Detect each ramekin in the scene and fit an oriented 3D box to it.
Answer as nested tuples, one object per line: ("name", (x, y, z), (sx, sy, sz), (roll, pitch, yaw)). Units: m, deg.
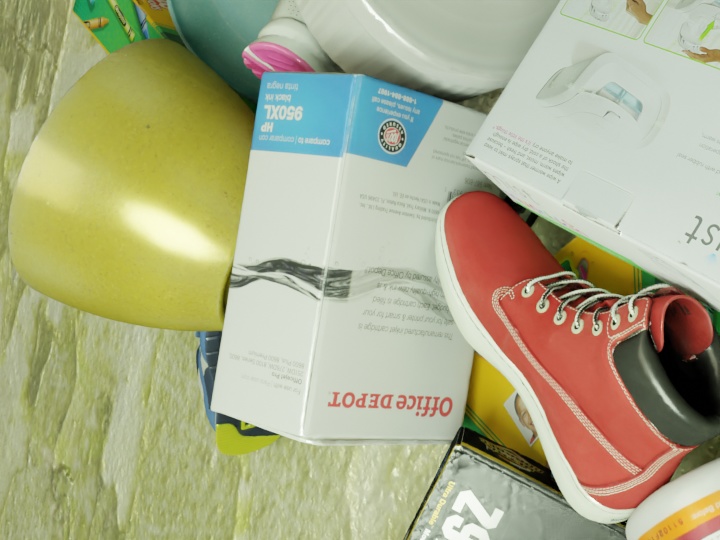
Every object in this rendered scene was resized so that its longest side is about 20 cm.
("ramekin", (0.046, -0.195, 0.801), (0.094, 0.201, 0.204), (-29, 67, 61))

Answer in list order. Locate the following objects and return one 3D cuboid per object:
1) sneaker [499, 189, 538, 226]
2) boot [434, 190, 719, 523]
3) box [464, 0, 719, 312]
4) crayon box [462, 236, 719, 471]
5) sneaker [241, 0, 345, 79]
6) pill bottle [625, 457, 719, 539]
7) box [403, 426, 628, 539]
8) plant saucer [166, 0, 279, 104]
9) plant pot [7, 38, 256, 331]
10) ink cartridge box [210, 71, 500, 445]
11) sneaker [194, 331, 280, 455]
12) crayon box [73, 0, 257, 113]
("sneaker", (0.062, -0.004, 0.880), (0.200, 0.080, 0.074), (-52, 57, 16))
("boot", (0.114, 0.015, 0.680), (0.201, 0.072, 0.145), (60, 154, 23))
("box", (0.179, -0.080, 0.647), (0.200, 0.096, 0.177), (33, 92, 47))
("crayon box", (0.136, 0.057, 0.788), (0.200, 0.058, 0.119), (-44, 57, 44))
("sneaker", (-0.004, -0.138, 0.894), (0.081, 0.200, 0.089), (22, 81, 20))
("pill bottle", (0.218, 0.192, 0.638), (0.113, 0.112, 0.201), (-47, 54, 42))
("box", (0.084, 0.214, 0.761), (0.159, 0.049, 0.201), (27, 101, 5))
("plant saucer", (-0.039, -0.203, 0.939), (0.200, 0.199, 0.036), (-53, 17, 38))
("plant pot", (-0.119, -0.038, 0.908), (0.141, 0.200, 0.201), (30, 117, 21))
("ink cartridge box", (0.002, -0.004, 0.777), (0.084, 0.144, 0.202), (9, 90, 42))
("sneaker", (-0.100, 0.056, 1.065), (0.082, 0.073, 0.201), (-116, 28, -46))
("crayon box", (-0.142, -0.190, 1.089), (0.200, 0.118, 0.059), (47, 126, 41))
